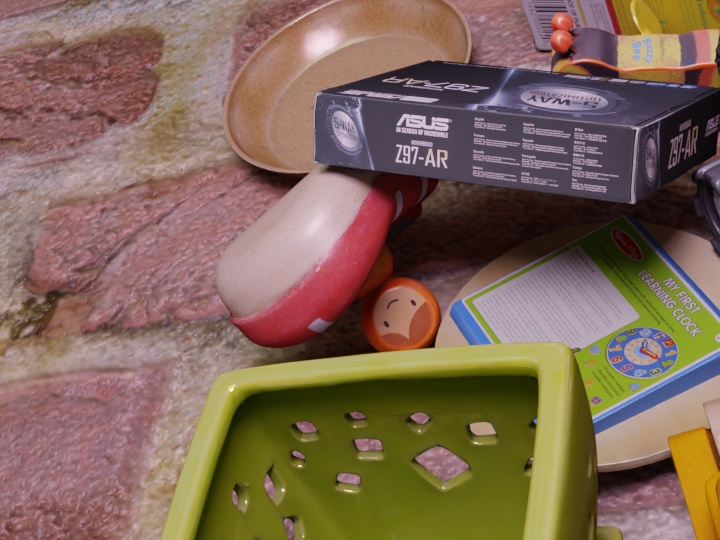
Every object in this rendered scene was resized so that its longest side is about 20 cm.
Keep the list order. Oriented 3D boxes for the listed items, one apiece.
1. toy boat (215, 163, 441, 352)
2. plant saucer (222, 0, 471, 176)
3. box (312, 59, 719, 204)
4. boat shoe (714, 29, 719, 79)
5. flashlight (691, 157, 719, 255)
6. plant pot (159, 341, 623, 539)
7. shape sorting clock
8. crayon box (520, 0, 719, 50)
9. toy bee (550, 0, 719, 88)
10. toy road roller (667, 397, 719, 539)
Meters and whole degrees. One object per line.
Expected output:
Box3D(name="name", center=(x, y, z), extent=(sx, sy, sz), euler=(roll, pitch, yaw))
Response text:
Box3D(name="toy boat", center=(0.000, 0.000, 1.002), extent=(0.131, 0.131, 0.200), euler=(-40, 0, 25))
Box3D(name="plant saucer", center=(-0.006, -0.135, 1.190), extent=(0.200, 0.035, 0.200), euler=(-15, 44, 15))
Box3D(name="box", center=(0.095, -0.087, 0.938), extent=(0.200, 0.044, 0.160), euler=(10, 18, 27))
Box3D(name="boat shoe", center=(0.245, -0.128, 0.938), extent=(0.066, 0.201, 0.072), euler=(-37, 54, 1))
Box3D(name="flashlight", center=(0.300, -0.070, 0.943), extent=(0.200, 0.068, 0.068), euler=(-23, 78, -7))
Box3D(name="plant pot", center=(0.025, 0.170, 0.778), extent=(0.200, 0.182, 0.199), euler=(-5, 48, 23))
Box3D(name="shape sorting clock", center=(0.143, 0.042, 0.941), extent=(0.200, 0.039, 0.200), euler=(-13, 42, 12))
Box3D(name="crayon box", center=(0.203, -0.209, 1.087), extent=(0.200, 0.127, 0.051), euler=(8, 54, 31))
Box3D(name="toy bee", center=(0.169, -0.122, 1.035), extent=(0.200, 0.109, 0.131), euler=(-25, 45, 4))
Box3D(name="toy road roller", center=(0.220, 0.113, 0.756), extent=(0.123, 0.146, 0.200), euler=(-18, 44, 10))
